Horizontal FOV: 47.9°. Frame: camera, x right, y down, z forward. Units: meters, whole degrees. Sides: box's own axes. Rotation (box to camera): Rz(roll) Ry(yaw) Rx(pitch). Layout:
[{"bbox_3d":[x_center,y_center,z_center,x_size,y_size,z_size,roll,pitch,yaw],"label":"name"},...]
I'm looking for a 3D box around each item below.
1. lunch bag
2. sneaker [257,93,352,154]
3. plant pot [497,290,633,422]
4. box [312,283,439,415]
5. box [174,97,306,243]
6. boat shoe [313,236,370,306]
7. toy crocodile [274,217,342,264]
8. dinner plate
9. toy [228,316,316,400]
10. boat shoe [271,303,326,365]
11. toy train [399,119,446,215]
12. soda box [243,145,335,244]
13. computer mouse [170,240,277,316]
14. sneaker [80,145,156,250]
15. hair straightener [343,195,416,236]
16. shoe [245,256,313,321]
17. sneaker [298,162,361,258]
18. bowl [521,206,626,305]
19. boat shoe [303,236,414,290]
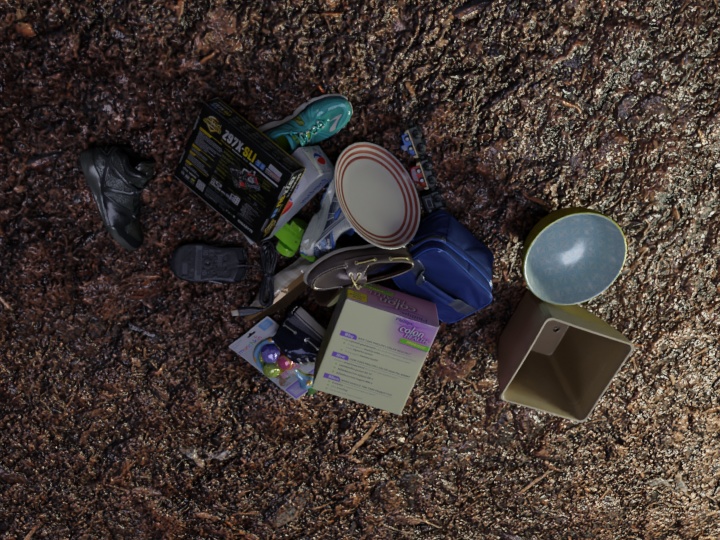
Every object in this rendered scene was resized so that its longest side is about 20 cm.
[{"bbox_3d":[0.153,-0.003,1.522,0.200,0.133,0.136,37,128,-24],"label":"lunch bag"},{"bbox_3d":[-0.101,-0.235,1.403,0.199,0.080,0.078,-27,119,8],"label":"sneaker"},{"bbox_3d":[0.387,0.152,1.632,0.199,0.177,0.201,17,116,-17],"label":"plant pot"},{"bbox_3d":[0.025,0.137,1.487,0.175,0.097,0.201,17,115,-8],"label":"box"},{"bbox_3d":[-0.209,-0.168,1.379,0.200,0.049,0.160,39,122,10],"label":"box"},{"bbox_3d":[-0.003,-0.005,1.560,0.202,0.075,0.075,-39,152,24],"label":"boat shoe"},{"bbox_3d":[-0.091,-0.044,1.504,0.200,0.062,0.068,34,112,10],"label":"toy crocodile"},{"bbox_3d":[0.027,-0.130,1.431,0.200,0.201,0.024,39,140,-25],"label":"dinner plate"},{"bbox_3d":[-0.160,0.193,1.663,0.115,0.047,0.200,-37,120,20],"label":"toy"},{"bbox_3d":[-0.084,0.163,1.600,0.200,0.075,0.093,42,87,7],"label":"boat shoe"},{"bbox_3d":[0.113,-0.183,1.489,0.046,0.034,0.201,-14,122,14],"label":"toy train"},{"bbox_3d":[-0.135,-0.133,1.431,0.200,0.068,0.064,-41,81,29],"label":"soda box"},{"bbox_3d":[-0.254,0.017,1.530,0.199,0.046,0.141,-2,91,-6],"label":"computer mouse"},{"bbox_3d":[-0.404,-0.130,1.430,0.114,0.076,0.200,-11,116,7],"label":"sneaker"},{"bbox_3d":[0.008,-0.110,1.514,0.199,0.041,0.077,-13,135,7],"label":"hair straightener"},{"bbox_3d":[-0.151,0.032,1.574,0.200,0.070,0.054,-35,75,19],"label":"shoe"},{"bbox_3d":[-0.035,-0.103,1.450,0.085,0.077,0.201,26,79,-2],"label":"sneaker"},{"bbox_3d":[0.396,-0.045,1.559,0.199,0.108,0.201,-3,121,-5],"label":"bowl"},{"bbox_3d":[-0.001,-0.002,1.418,0.199,0.060,0.072,-17,142,-24],"label":"boat shoe"}]
